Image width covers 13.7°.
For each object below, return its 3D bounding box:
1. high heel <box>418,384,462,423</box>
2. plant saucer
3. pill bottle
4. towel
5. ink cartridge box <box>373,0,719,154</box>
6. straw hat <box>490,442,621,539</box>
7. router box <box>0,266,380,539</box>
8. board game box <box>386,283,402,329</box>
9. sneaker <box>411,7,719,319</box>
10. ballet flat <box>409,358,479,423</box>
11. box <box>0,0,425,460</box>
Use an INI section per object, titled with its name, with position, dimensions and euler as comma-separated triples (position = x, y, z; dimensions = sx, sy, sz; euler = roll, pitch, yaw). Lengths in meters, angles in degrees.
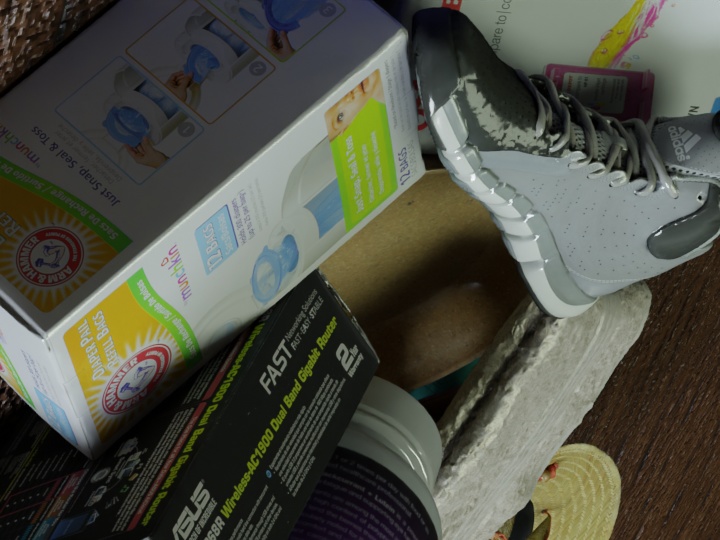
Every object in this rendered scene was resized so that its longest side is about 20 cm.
[high heel]
position = 0.022, 0.080, 1.518
dimensions = 0.096, 0.067, 0.200
euler = -61, 149, -1
[plant saucer]
position = 0.000, 0.000, 1.412
dimensions = 0.200, 0.036, 0.200
euler = -15, 150, -9
[pill bottle]
position = -0.026, 0.139, 1.333
dimensions = 0.200, 0.111, 0.112
euler = -68, 176, -48
[towel]
position = 0.065, 0.087, 1.476
dimensions = 0.200, 0.034, 0.132
euler = -56, 162, 15
[ink cartridge box]
position = 0.104, -0.124, 1.334
dimensions = 0.199, 0.085, 0.145
euler = 4, 134, -10
[straw hat]
position = 0.062, 0.158, 1.786
dimensions = 0.201, 0.085, 0.201
euler = -36, 146, -29
[router box]
position = -0.093, 0.093, 1.281
dimensions = 0.150, 0.062, 0.200
euler = -21, -155, 33
[board game box]
position = 0.073, -0.068, 1.519
dimensions = 0.200, 0.057, 0.166
euler = -33, 153, -32
[sneaker]
position = 0.102, -0.060, 1.285
dimensions = 0.115, 0.075, 0.200
euler = -16, 145, 16
[ballet flat]
position = 0.079, 0.014, 1.650
dimensions = 0.200, 0.069, 0.069
euler = -44, 155, -8
[box]
position = -0.081, -0.037, 1.252
dimensions = 0.200, 0.101, 0.113
euler = -41, 153, -17
